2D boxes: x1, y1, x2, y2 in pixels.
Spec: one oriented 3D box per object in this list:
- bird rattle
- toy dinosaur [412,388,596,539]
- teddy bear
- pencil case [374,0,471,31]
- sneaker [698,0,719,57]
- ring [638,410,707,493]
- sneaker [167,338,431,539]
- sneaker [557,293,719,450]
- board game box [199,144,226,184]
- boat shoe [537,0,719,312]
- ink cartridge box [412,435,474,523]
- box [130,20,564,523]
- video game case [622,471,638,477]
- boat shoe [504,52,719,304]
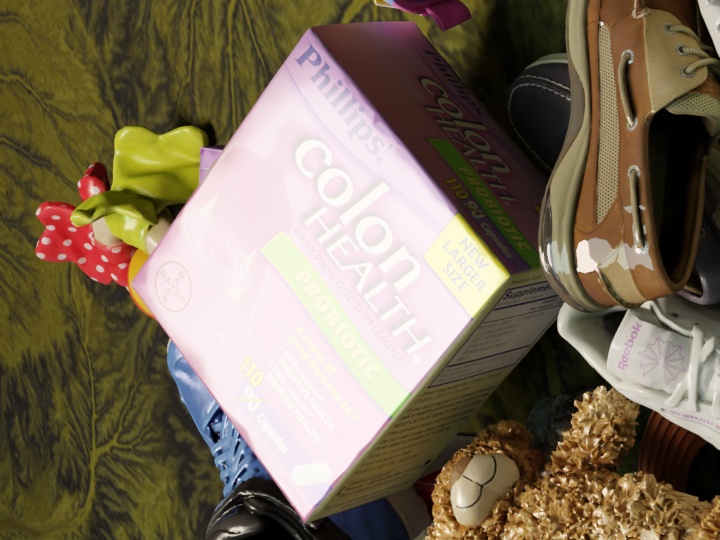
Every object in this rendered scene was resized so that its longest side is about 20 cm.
[{"bbox_3d":[-0.157,-0.008,1.534,0.163,0.113,0.200,50,150,1],"label":"bird rattle"},{"bbox_3d":[0.074,0.152,1.202,0.088,0.200,0.047,51,166,-4],"label":"toy dinosaur"},{"bbox_3d":[0.113,0.136,1.097,0.200,0.067,0.146,41,108,35],"label":"teddy bear"},{"bbox_3d":[-0.013,-0.196,1.211,0.199,0.088,0.089,29,131,49],"label":"pencil case"},{"bbox_3d":[0.201,-0.061,0.972,0.201,0.075,0.081,64,157,10],"label":"sneaker"},{"bbox_3d":[0.210,0.148,1.125,0.200,0.019,0.202,33,133,43],"label":"ring"},{"bbox_3d":[-0.062,0.114,1.234,0.200,0.111,0.077,45,134,16],"label":"sneaker"},{"bbox_3d":[0.175,0.061,1.043,0.199,0.099,0.076,28,103,46],"label":"sneaker"},{"bbox_3d":[-0.013,-0.002,1.252,0.199,0.032,0.121,10,98,36],"label":"board game box"},{"bbox_3d":[0.140,-0.078,1.006,0.073,0.075,0.202,1,80,44],"label":"boat shoe"},{"bbox_3d":[0.050,0.179,1.329,0.199,0.083,0.147,0,108,57],"label":"ink cartridge box"},{"bbox_3d":[0.000,0.000,1.163,0.176,0.096,0.200,52,123,20],"label":"box"},{"bbox_3d":[0.195,0.230,1.137,0.200,0.045,0.183,31,131,47],"label":"video game case"},{"bbox_3d":[0.132,-0.047,1.086,0.200,0.064,0.072,42,142,39],"label":"boat shoe"}]
